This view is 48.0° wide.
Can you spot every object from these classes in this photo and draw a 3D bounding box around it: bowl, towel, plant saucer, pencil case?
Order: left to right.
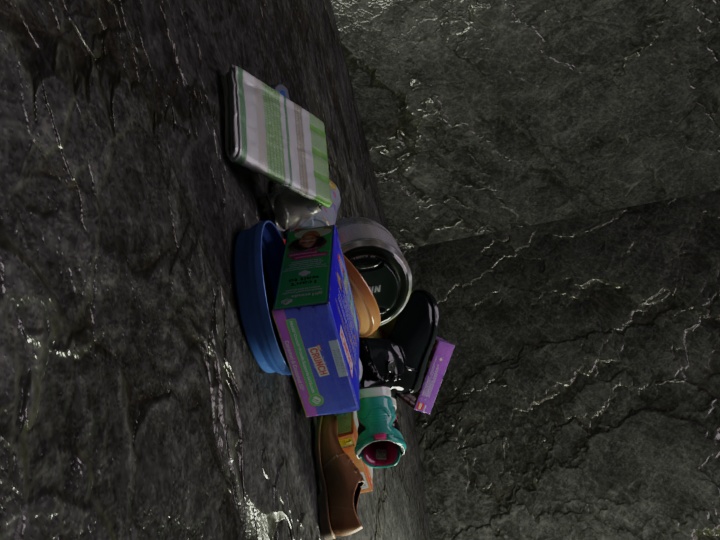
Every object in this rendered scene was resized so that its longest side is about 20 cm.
[{"bbox_3d":[-0.117,0.037,1.046,0.201,0.039,0.201,-11,90,-84],"label":"bowl"},{"bbox_3d":[-0.114,-0.180,1.126,0.200,0.031,0.150,25,53,-50],"label":"towel"},{"bbox_3d":[-0.079,-0.094,1.407,0.200,0.083,0.091,-87,-177,-61],"label":"pencil case"},{"bbox_3d":[-0.050,0.024,1.251,0.200,0.032,0.200,39,-25,22],"label":"plant saucer"}]

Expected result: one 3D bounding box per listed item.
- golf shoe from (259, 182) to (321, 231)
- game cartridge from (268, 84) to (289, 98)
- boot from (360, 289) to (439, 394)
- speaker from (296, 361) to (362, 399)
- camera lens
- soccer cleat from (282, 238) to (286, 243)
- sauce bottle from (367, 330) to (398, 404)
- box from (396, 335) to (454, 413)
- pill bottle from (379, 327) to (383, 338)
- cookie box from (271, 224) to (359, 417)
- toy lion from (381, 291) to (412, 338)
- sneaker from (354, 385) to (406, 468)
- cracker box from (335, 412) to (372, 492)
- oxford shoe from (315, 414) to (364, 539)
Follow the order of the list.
[{"bbox_3d":[-0.092,-0.107,1.262,0.200,0.097,0.079,-87,164,-70],"label":"golf shoe"},{"bbox_3d":[-0.138,-0.244,1.362,0.200,0.040,0.134,-83,158,-71],"label":"game cartridge"},{"bbox_3d":[0.054,0.127,1.429,0.168,0.076,0.201,9,94,-49],"label":"boot"},{"bbox_3d":[-0.046,0.168,1.267,0.200,0.088,0.089,-20,99,-84],"label":"speaker"},{"bbox_3d":[0.000,0.000,1.433,0.200,0.159,0.160,-110,-173,-70],"label":"camera lens"},{"bbox_3d":[-0.090,0.036,1.219,0.085,0.069,0.200,12,-39,53],"label":"soccer cleat"},{"bbox_3d":[0.024,0.168,1.503,0.066,0.066,0.200,-89,159,-62],"label":"sauce bottle"},{"bbox_3d":[0.102,0.180,1.574,0.200,0.039,0.137,24,-86,68],"label":"box"},{"bbox_3d":[-0.007,0.143,1.580,0.106,0.106,0.201,-81,160,-72],"label":"pill bottle"},{"bbox_3d":[-0.052,0.062,1.065,0.200,0.075,0.172,-90,169,-60],"label":"cookie box"},{"bbox_3d":[0.048,0.079,1.614,0.192,0.068,0.200,61,-32,35],"label":"toy lion"},{"bbox_3d":[0.032,0.265,1.334,0.200,0.083,0.121,73,11,-71],"label":"sneaker"},{"bbox_3d":[-0.019,0.280,1.443,0.200,0.058,0.134,-90,165,-62],"label":"cracker box"},{"bbox_3d":[-0.031,0.309,1.248,0.071,0.071,0.201,65,14,-61],"label":"oxford shoe"}]
